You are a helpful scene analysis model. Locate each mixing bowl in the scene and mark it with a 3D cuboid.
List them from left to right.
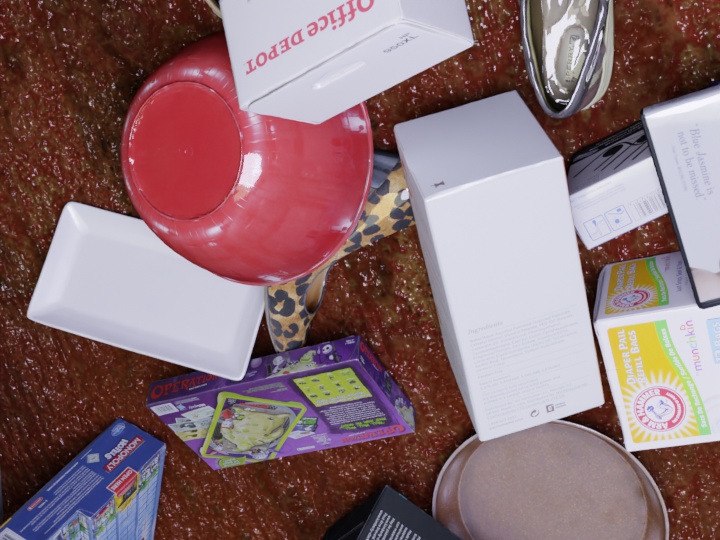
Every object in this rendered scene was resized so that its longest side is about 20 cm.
[{"bbox_3d":[-0.101,-0.086,0.890,0.197,0.108,0.204,1,93,24],"label":"mixing bowl"}]

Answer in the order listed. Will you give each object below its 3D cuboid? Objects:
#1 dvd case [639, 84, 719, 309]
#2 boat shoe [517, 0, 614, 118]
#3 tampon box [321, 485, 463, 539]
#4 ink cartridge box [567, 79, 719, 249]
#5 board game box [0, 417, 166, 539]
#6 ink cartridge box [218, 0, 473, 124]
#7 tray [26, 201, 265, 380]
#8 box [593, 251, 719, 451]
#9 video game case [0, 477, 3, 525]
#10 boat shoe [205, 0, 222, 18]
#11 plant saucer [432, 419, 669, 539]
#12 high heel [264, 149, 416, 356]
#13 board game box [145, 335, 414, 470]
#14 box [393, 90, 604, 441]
[{"bbox_3d":[0.292,-0.063,0.769,0.197,0.018,0.144,-16,109,20],"label":"dvd case"},{"bbox_3d":[0.142,-0.202,0.827,0.072,0.065,0.203,-1,112,20],"label":"boat shoe"},{"bbox_3d":[0.047,0.307,1.029,0.199,0.127,0.150,36,145,-3],"label":"tampon box"},{"bbox_3d":[0.237,-0.090,0.837,0.198,0.094,0.045,-26,106,25],"label":"ink cartridge box"},{"bbox_3d":[-0.257,0.275,1.111,0.061,0.200,0.202,23,134,22],"label":"board game box"},{"bbox_3d":[-0.022,-0.216,0.792,0.143,0.084,0.203,-21,75,38],"label":"ink cartridge box"},{"bbox_3d":[-0.172,0.017,1.018,0.197,0.022,0.109,15,79,12],"label":"tray"},{"bbox_3d":[0.279,0.048,0.884,0.197,0.102,0.114,-10,111,20],"label":"box"},{"bbox_3d":[-0.347,0.207,1.085,0.022,0.201,0.185,1,117,-7],"label":"video game case"},{"bbox_3d":[-0.120,-0.278,0.869,0.072,0.063,0.202,-22,106,24],"label":"boat shoe"},{"bbox_3d":[0.160,0.205,1.030,0.197,0.035,0.203,7,116,14],"label":"plant saucer"},{"bbox_3d":[0.000,0.000,0.961,0.140,0.072,0.203,13,114,8],"label":"high heel"},{"bbox_3d":[-0.066,0.115,1.027,0.197,0.033,0.121,-13,135,20],"label":"board game box"},{"bbox_3d":[0.098,-0.004,0.872,0.096,0.125,0.202,-16,120,0],"label":"box"}]
